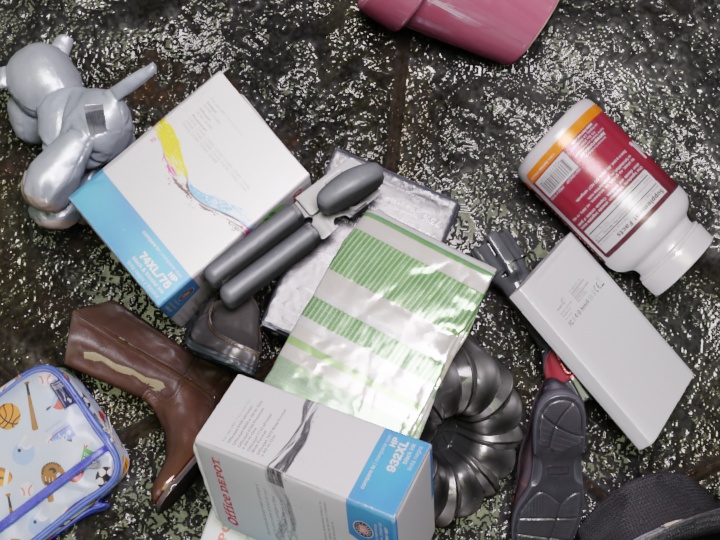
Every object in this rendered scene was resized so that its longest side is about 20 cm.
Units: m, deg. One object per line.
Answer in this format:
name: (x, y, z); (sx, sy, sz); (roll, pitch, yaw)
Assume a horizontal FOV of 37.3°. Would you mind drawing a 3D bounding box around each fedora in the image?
fedora: (0.291, 0.269, 1.069); (0.197, 0.202, 0.092); (-19, 47, -4)

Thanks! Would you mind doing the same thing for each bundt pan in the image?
bundt pan: (0.082, 0.161, 1.051); (0.199, 0.075, 0.206); (-8, 106, -29)

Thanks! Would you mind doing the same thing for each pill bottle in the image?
pill bottle: (0.271, -0.075, 1.130); (0.113, 0.113, 0.200); (-44, 84, -8)

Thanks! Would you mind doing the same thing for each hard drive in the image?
hard drive: (0.252, 0.069, 1.104); (0.201, 0.026, 0.132); (50, 45, 1)

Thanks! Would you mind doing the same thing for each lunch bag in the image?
lunch bag: (-0.341, 0.203, 1.094); (0.199, 0.076, 0.161); (-35, 84, -5)

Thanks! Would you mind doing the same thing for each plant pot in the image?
plant pot: (0.119, -0.322, 1.143); (0.177, 0.200, 0.202); (30, 81, -11)

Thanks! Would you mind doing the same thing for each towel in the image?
towel: (0.022, 0.054, 0.995); (0.151, 0.023, 0.202); (27, 75, 9)

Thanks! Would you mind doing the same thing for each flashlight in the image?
flashlight: (0.188, 0.054, 1.134); (0.068, 0.067, 0.202); (-41, 75, 34)

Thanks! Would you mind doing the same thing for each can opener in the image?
can opener: (-0.065, -0.044, 1.033); (0.199, 0.067, 0.053); (-39, 71, -9)

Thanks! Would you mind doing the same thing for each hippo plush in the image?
hippo plush: (-0.321, -0.152, 1.107); (0.160, 0.201, 0.159); (40, 60, 14)

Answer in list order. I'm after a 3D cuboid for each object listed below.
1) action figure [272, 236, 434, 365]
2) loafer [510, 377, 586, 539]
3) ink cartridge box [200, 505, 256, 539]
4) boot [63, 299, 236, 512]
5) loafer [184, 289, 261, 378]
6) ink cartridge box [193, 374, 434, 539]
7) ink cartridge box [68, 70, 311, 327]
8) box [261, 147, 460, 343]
action figure: (0.005, 0.040, 1.035); (0.065, 0.052, 0.200); (43, 79, 8)
loafer: (0.192, 0.208, 1.092); (0.070, 0.063, 0.204); (5, 108, -3)
ink cartridge box: (-0.075, 0.322, 1.070); (0.196, 0.085, 0.147); (19, 80, 4)
boot: (-0.234, 0.129, 1.083); (0.198, 0.065, 0.187); (31, 41, 1)
loafer: (-0.131, 0.055, 1.057); (0.072, 0.200, 0.073); (29, 90, -20)
ink cartridge box: (-0.038, 0.196, 0.964); (0.197, 0.147, 0.084); (17, 51, 21)
ink cartridge box: (-0.166, -0.070, 1.106); (0.199, 0.147, 0.146); (-41, 82, -7)
box: (0.000, 0.000, 1.117); (0.146, 0.104, 0.203); (24, 81, 3)
